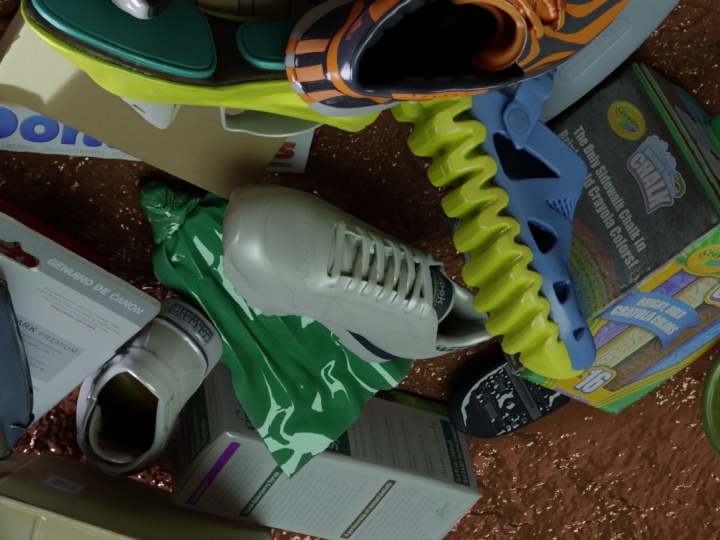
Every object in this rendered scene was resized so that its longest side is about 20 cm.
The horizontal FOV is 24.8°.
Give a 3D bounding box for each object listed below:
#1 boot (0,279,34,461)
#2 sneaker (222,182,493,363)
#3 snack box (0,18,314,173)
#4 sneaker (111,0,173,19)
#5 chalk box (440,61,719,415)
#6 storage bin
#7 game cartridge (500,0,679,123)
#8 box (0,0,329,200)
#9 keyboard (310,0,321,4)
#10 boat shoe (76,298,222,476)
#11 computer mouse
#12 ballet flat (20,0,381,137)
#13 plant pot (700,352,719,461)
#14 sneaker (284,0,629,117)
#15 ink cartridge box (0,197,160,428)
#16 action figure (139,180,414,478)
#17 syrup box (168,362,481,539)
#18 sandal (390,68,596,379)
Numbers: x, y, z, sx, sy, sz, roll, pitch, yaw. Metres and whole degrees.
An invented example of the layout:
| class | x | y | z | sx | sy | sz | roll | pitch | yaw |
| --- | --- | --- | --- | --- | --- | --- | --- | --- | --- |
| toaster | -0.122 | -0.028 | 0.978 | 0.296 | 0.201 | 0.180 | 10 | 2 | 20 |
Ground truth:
| class | x | y | z | sx | sy | sz | roll | pitch | yaw |
| --- | --- | --- | --- | --- | --- | --- | --- | --- | --- |
| boot | -0.206 | 0.102 | 0.873 | 0.097 | 0.075 | 0.201 | -20 | 99 | -7 |
| sneaker | 0.000 | 0.000 | 0.928 | 0.080 | 0.077 | 0.200 | 2 | 165 | 37 |
| snack box | -0.121 | -0.095 | 0.904 | 0.199 | 0.024 | 0.072 | 3 | 129 | -17 |
| sneaker | -0.098 | -0.218 | 0.744 | 0.081 | 0.075 | 0.201 | 23 | 111 | 5 |
| chalk box | 0.174 | -0.028 | 0.959 | 0.200 | 0.125 | 0.124 | -37 | 145 | 22 |
| storage bin | -0.158 | 0.188 | 1.010 | 0.198 | 0.200 | 0.094 | 18 | 90 | -1 |
| game cartridge | 0.096 | -0.151 | 0.899 | 0.133 | 0.041 | 0.200 | 31 | 120 | -32 |
| box | -0.078 | -0.144 | 0.848 | 0.163 | 0.021 | 0.200 | 24 | 115 | -30 |
| keyboard | 0.011 | -0.222 | 0.795 | 0.127 | 0.021 | 0.200 | 19 | 115 | -25 |
| boat shoe | -0.145 | 0.090 | 1.006 | 0.071 | 0.070 | 0.200 | 40 | 144 | -2 |
| computer mouse | 0.149 | 0.056 | 1.121 | 0.199 | 0.034 | 0.059 | -25 | 117 | 4 |
| ballet flat | -0.076 | -0.100 | 0.829 | 0.199 | 0.067 | 0.067 | 4 | 138 | -21 |
| plant pot | 0.298 | 0.079 | 1.017 | 0.200 | 0.187 | 0.187 | 0 | 139 | -50 |
| sneaker | 0.070 | -0.119 | 0.789 | 0.199 | 0.112 | 0.078 | -25 | 105 | -19 |
| ink cartridge box | -0.241 | 0.002 | 0.926 | 0.175 | 0.084 | 0.200 | -38 | 131 | 23 |
| action figure | -0.065 | 0.018 | 0.992 | 0.118 | 0.055 | 0.200 | -46 | 117 | -12 |
| syrup box | -0.027 | 0.123 | 1.101 | 0.199 | 0.079 | 0.082 | 18 | 128 | -28 |
| sandal | 0.088 | -0.040 | 0.880 | 0.087 | 0.079 | 0.201 | -22 | 94 | -20 |
